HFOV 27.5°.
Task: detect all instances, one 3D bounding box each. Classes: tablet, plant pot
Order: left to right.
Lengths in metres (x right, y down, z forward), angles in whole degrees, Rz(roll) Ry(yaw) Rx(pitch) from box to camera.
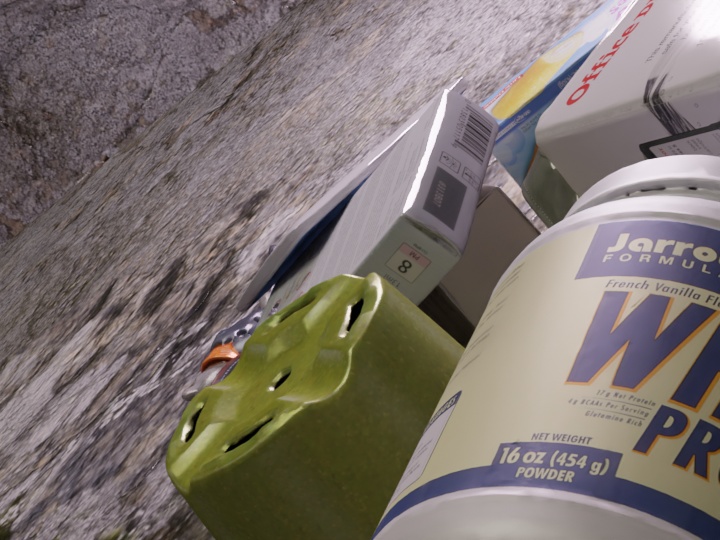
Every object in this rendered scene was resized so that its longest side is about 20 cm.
[{"bbox_3d":[-0.007,-0.055,1.037,0.200,0.014,0.130,-43,-3,-34],"label":"tablet"},{"bbox_3d":[0.016,0.108,0.681,0.200,0.184,0.201,-39,17,14],"label":"plant pot"}]

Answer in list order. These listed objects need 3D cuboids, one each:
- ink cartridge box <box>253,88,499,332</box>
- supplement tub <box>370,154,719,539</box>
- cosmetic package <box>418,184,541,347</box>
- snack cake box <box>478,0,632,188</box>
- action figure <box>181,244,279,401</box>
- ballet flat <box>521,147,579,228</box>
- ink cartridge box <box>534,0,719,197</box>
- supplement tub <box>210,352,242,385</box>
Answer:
[{"bbox_3d":[0.000,0.000,0.899,0.200,0.057,0.163,-53,10,33],"label":"ink cartridge box"},{"bbox_3d":[0.092,0.068,0.470,0.145,0.145,0.200,-28,21,40],"label":"supplement tub"},{"bbox_3d":[0.060,-0.003,0.994,0.073,0.104,0.200,-46,18,-10],"label":"cosmetic package"},{"bbox_3d":[0.186,-0.116,0.969,0.200,0.115,0.067,-39,17,12],"label":"snack cake box"},{"bbox_3d":[-0.090,0.068,1.169,0.199,0.105,0.194,-30,11,30],"label":"action figure"},{"bbox_3d":[0.144,0.008,0.759,0.064,0.067,0.201,-61,43,43],"label":"ballet flat"},{"bbox_3d":[0.187,-0.091,0.600,0.146,0.084,0.200,-50,18,-25],"label":"ink cartridge box"},{"bbox_3d":[-0.017,0.096,0.922,0.107,0.107,0.200,-49,19,-22],"label":"supplement tub"}]
